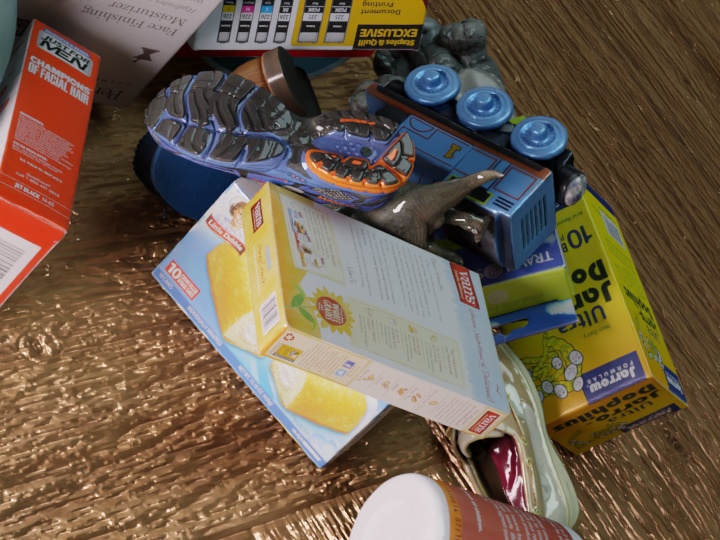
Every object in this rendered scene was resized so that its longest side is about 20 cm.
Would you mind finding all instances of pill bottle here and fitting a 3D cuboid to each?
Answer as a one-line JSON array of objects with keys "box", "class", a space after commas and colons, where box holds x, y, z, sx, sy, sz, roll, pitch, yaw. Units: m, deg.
[{"box": [0.097, 0.225, 1.565, 0.200, 0.112, 0.112, 21, 40, -30], "class": "pill bottle"}]

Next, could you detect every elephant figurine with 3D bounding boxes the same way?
[{"box": [0.065, -0.128, 1.882, 0.155, 0.142, 0.200, 5, 30, 0], "class": "elephant figurine"}]

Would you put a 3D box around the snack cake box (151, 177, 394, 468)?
[{"box": [-0.047, 0.032, 1.617, 0.200, 0.115, 0.067, 49, 34, 7], "class": "snack cake box"}]

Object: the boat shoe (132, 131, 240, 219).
[{"box": [-0.125, -0.077, 1.700, 0.069, 0.084, 0.200, 31, 4, 28], "class": "boat shoe"}]

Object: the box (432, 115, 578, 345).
[{"box": [0.099, -0.029, 1.755, 0.048, 0.122, 0.200, 68, 8, -47], "class": "box"}]

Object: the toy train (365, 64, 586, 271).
[{"box": [0.079, -0.087, 1.707, 0.200, 0.087, 0.114, 29, 58, 28], "class": "toy train"}]

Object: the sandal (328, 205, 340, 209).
[{"box": [0.000, 0.000, 1.718, 0.080, 0.054, 0.200, -12, 78, -24], "class": "sandal"}]

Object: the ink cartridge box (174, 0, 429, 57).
[{"box": [-0.048, -0.234, 1.745, 0.200, 0.176, 0.084, -3, 34, -22], "class": "ink cartridge box"}]

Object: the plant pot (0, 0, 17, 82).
[{"box": [-0.325, -0.147, 1.469, 0.200, 0.200, 0.134, -7, 86, -50], "class": "plant pot"}]

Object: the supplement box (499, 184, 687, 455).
[{"box": [0.181, 0.036, 1.814, 0.109, 0.109, 0.200, 34, 34, -61], "class": "supplement box"}]

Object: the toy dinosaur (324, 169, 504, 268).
[{"box": [0.031, -0.031, 1.628, 0.102, 0.200, 0.077, 23, 67, -28], "class": "toy dinosaur"}]

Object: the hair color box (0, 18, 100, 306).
[{"box": [-0.247, -0.072, 1.519, 0.064, 0.111, 0.200, 29, 37, -23], "class": "hair color box"}]

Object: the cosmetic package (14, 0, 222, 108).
[{"box": [-0.211, -0.252, 1.630, 0.165, 0.200, 0.165, 11, 58, -29], "class": "cosmetic package"}]

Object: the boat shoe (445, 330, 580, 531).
[{"box": [0.106, 0.128, 1.710, 0.066, 0.074, 0.200, -7, 63, -51], "class": "boat shoe"}]

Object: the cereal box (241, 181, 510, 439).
[{"box": [0.011, 0.030, 1.540, 0.200, 0.040, 0.144, 24, 37, -29], "class": "cereal box"}]

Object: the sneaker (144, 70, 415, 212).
[{"box": [-0.062, -0.083, 1.562, 0.200, 0.078, 0.075, 18, 61, 4], "class": "sneaker"}]

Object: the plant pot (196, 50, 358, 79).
[{"box": [-0.090, -0.291, 1.862, 0.200, 0.200, 0.188, 20, 22, -33], "class": "plant pot"}]

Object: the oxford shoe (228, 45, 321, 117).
[{"box": [-0.071, -0.129, 1.779, 0.200, 0.071, 0.071, 47, 25, -68], "class": "oxford shoe"}]
